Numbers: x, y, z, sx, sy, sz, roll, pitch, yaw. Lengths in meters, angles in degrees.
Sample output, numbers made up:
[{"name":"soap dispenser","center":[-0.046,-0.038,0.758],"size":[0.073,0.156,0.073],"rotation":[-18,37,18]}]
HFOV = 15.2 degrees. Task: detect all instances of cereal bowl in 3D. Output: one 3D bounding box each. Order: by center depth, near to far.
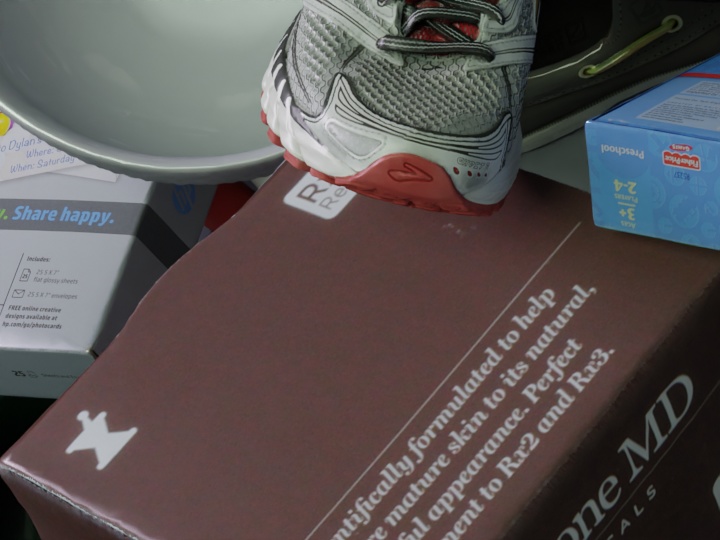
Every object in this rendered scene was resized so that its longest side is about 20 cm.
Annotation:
[{"name":"cereal bowl","center":[-0.053,-0.125,0.936],"size":[0.199,0.083,0.201],"rotation":[-1,84,6]}]

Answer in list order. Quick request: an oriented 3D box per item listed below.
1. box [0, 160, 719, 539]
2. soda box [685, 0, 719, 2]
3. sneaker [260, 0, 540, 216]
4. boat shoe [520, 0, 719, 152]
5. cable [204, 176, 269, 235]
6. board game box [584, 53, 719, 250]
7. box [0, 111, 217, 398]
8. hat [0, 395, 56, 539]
[{"name":"box","center":[0.031,0.091,0.821],"size":[0.164,0.200,0.166],"rotation":[23,61,40]},{"name":"soda box","center":[0.126,-0.187,0.863],"size":[0.063,0.071,0.201],"rotation":[6,68,31]},{"name":"sneaker","center":[0.019,-0.093,0.788],"size":[0.200,0.077,0.082],"rotation":[-85,10,-47]},{"name":"boat shoe","center":[0.092,-0.101,0.924],"size":[0.201,0.060,0.072],"rotation":[-30,65,32]},{"name":"cable","center":[0.000,0.000,0.989],"size":[0.200,0.050,0.097],"rotation":[45,108,35]},{"name":"board game box","center":[0.183,-0.048,0.761],"size":[0.151,0.200,0.037],"rotation":[13,119,39]},{"name":"box","center":[-0.122,-0.049,1.016],"size":[0.155,0.041,0.201],"rotation":[2,59,31]},{"name":"hat","center":[-0.106,0.101,1.084],"size":[0.199,0.176,0.166],"rotation":[13,89,1]}]
